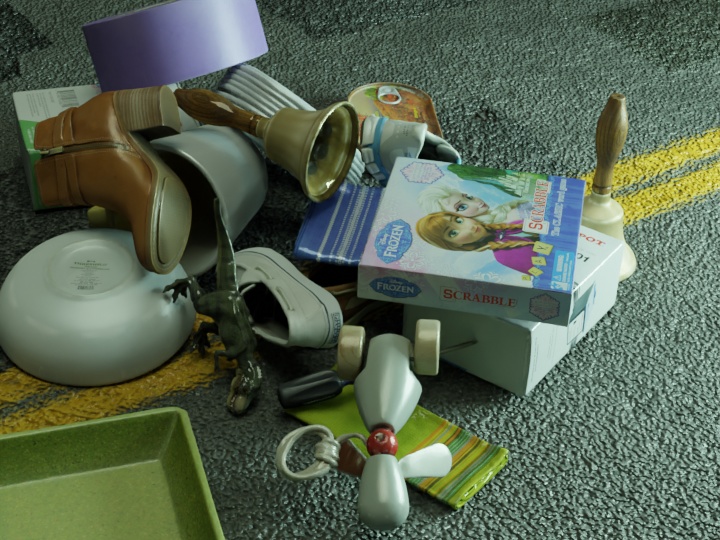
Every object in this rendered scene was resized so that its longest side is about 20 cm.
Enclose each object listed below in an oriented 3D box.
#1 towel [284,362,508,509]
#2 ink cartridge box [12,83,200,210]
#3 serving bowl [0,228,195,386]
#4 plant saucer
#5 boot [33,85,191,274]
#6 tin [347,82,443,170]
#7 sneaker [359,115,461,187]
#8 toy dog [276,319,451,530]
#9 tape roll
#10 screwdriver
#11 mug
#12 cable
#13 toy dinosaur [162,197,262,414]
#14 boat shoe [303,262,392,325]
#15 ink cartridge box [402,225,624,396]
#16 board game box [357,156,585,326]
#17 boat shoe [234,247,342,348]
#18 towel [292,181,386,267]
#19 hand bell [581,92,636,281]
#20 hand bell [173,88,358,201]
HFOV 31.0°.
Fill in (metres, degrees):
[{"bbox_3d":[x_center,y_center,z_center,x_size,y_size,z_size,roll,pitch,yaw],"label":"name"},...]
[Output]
[{"bbox_3d":[0.031,0.147,1.184,0.199,0.018,0.086,26,40,29],"label":"towel"},{"bbox_3d":[-0.297,-0.152,1.527,0.198,0.088,0.146,-10,37,-17],"label":"ink cartridge box"},{"bbox_3d":[-0.263,0.021,1.281,0.198,0.066,0.201,2,42,-1],"label":"serving bowl"},{"bbox_3d":[-0.221,0.205,1.051,0.198,0.048,0.200,-8,37,-16],"label":"plant saucer"},{"bbox_3d":[-0.254,-0.081,1.287,0.154,0.202,0.077,-11,-12,18],"label":"boot"},{"bbox_3d":[0.041,-0.178,1.638,0.111,0.042,0.201,3,34,-8],"label":"tin"},{"bbox_3d":[0.076,-0.100,1.406,0.086,0.200,0.076,-1,67,27],"label":"sneaker"},{"bbox_3d":[0.020,0.136,1.136,0.131,0.097,0.201,17,59,18],"label":"toy dog"},{"bbox_3d":[-0.211,-0.267,1.485,0.198,0.086,0.200,-14,14,3],"label":"tape roll"},{"bbox_3d":[0.018,0.096,1.219,0.198,0.029,0.028,-11,39,-15],"label":"screwdriver"},{"bbox_3d":[-0.191,-0.095,1.411,0.185,0.150,0.153,22,30,15],"label":"mug"},{"bbox_3d":[-0.079,-0.156,1.479,0.200,0.200,0.069,36,89,29],"label":"cable"},{"bbox_3d":[-0.139,0.038,1.237,0.088,0.202,0.047,-14,-4,40],"label":"toy dinosaur"},{"bbox_3d":[0.000,0.000,1.343,0.075,0.074,0.200,19,38,22],"label":"boat shoe"},{"bbox_3d":[0.157,0.022,1.317,0.146,0.086,0.200,23,41,28],"label":"ink cartridge box"},{"bbox_3d":[0.112,-0.034,1.257,0.198,0.041,0.201,7,36,8],"label":"board game box"},{"bbox_3d":[-0.095,0.030,1.269,0.065,0.073,0.200,-5,24,-34],"label":"boat shoe"},{"bbox_3d":[0.040,-0.045,1.320,0.198,0.024,0.145,5,34,9],"label":"towel"},{"bbox_3d":[0.262,-0.096,1.394,0.103,0.201,0.104,3,34,-2],"label":"hand bell"},{"bbox_3d":[-0.112,-0.153,1.342,0.199,0.105,0.104,22,39,22],"label":"hand bell"}]
